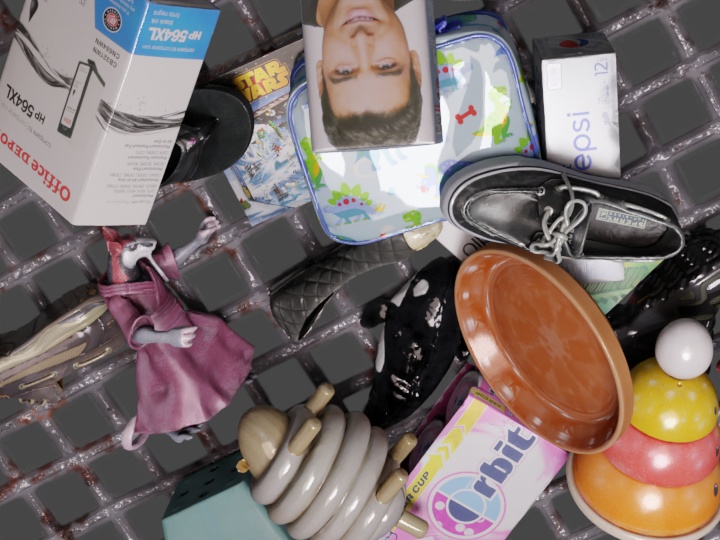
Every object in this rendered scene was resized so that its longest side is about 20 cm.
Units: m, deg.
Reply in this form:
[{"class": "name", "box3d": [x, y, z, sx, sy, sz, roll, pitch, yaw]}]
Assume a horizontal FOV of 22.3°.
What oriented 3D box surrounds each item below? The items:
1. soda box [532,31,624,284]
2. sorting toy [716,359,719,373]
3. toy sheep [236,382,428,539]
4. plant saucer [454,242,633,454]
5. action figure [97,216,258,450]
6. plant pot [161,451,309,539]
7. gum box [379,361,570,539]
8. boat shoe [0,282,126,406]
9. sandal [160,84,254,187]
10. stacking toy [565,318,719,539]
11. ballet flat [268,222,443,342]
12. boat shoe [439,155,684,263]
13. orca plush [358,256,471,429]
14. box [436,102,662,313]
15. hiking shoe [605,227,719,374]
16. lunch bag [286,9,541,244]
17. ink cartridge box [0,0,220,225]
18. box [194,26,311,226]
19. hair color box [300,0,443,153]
[{"class": "soda box", "box3d": [0.182, -0.092, 1.523, 0.063, 0.068, 0.202, -6, 113, 0]}, {"class": "sorting toy", "box3d": [0.391, 0.051, 1.553, 0.199, 0.199, 0.070, -34, 94, 16]}, {"class": "toy sheep", "box3d": [-0.023, 0.183, 1.620, 0.199, 0.138, 0.138, 34, 112, -7]}, {"class": "plant saucer", "box3d": [0.159, 0.063, 1.555, 0.032, 0.199, 0.202, -34, 115, -27]}, {"class": "action figure", "box3d": [-0.181, 0.042, 1.626, 0.148, 0.134, 0.201, -18, 117, 31]}, {"class": "plant pot", "box3d": [-0.093, 0.279, 1.706, 0.140, 0.141, 0.201, -25, 104, 13]}, {"class": "gum box", "box3d": [0.098, 0.192, 1.693, 0.113, 0.066, 0.201, 30, 112, -13]}, {"class": "boat shoe", "box3d": [-0.299, 0.091, 1.660, 0.199, 0.075, 0.074, -30, 110, 16]}, {"class": "sandal", "box3d": [-0.174, -0.097, 1.553, 0.199, 0.048, 0.076, -19, 113, 30]}, {"class": "stacking toy", "box3d": [0.263, 0.126, 1.569, 0.144, 0.147, 0.201, 7, 130, -1]}, {"class": "ballet flat", "box3d": [0.000, 0.000, 1.594, 0.199, 0.066, 0.057, -29, 91, 36]}, {"class": "boat shoe", "box3d": [0.163, -0.039, 1.464, 0.197, 0.068, 0.074, 12, 114, -13]}, {"class": "orca plush", "box3d": [0.036, 0.086, 1.645, 0.105, 0.071, 0.200, 37, 111, -13]}, {"class": "box", "box3d": [0.159, -0.041, 1.602, 0.200, 0.036, 0.144, 39, 110, -16]}, {"class": "hiking shoe", "box3d": [0.287, 0.043, 1.624, 0.100, 0.076, 0.200, 36, 121, -23]}, {"class": "lunch bag", "box3d": [0.044, -0.121, 1.501, 0.198, 0.083, 0.162, -16, 114, 7]}, {"class": "ink cartridge box", "box3d": [-0.216, -0.156, 1.494, 0.146, 0.084, 0.202, 37, 115, 34]}, {"class": "box", "box3d": [-0.034, -0.139, 1.562, 0.198, 0.040, 0.138, -22, 113, 12]}, {"class": "hair color box", "box3d": [0.006, -0.195, 1.414, 0.098, 0.061, 0.202, -4, 94, 8]}]
